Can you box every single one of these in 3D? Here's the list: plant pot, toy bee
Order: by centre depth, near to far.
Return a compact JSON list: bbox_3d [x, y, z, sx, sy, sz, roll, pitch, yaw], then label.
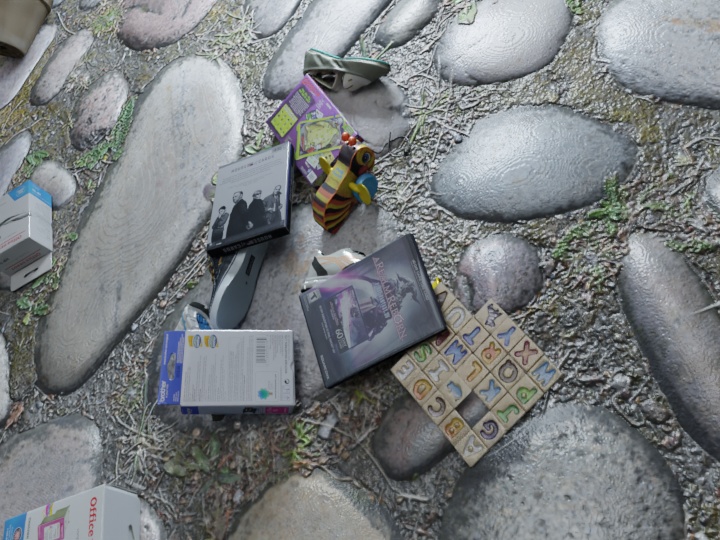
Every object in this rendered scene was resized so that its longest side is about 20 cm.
[{"bbox_3d":[-0.020,-0.167,1.144,0.128,0.109,0.204,12,70,33],"label":"toy bee"},{"bbox_3d":[-0.914,-0.658,1.837,0.195,0.199,0.179,6,83,29],"label":"plant pot"}]

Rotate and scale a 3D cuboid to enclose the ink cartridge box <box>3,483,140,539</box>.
[{"bbox_3d":[-0.432,0.421,1.052,0.196,0.085,0.147,-21,56,14],"label":"ink cartridge box"}]

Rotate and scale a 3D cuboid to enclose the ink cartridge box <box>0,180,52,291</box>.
[{"bbox_3d":[-0.706,-0.073,1.470,0.114,0.067,0.203,-27,55,11],"label":"ink cartridge box"}]

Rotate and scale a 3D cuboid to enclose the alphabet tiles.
[{"bbox_3d":[0.137,0.120,0.928,0.167,0.008,0.201,-46,66,8],"label":"alphabet tiles"}]

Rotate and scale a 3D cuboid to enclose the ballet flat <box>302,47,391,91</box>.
[{"bbox_3d":[-0.027,-0.359,1.289,0.197,0.067,0.065,22,102,35],"label":"ballet flat"}]

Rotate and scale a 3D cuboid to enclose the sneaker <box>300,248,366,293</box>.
[{"bbox_3d":[0.000,0.000,1.065,0.195,0.074,0.082,-1,61,26],"label":"sneaker"}]

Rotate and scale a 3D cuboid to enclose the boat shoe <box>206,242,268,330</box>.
[{"bbox_3d":[-0.224,0.008,1.182,0.089,0.071,0.204,2,58,29],"label":"boat shoe"}]

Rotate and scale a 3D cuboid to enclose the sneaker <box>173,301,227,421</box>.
[{"bbox_3d":[-0.254,0.156,1.124,0.087,0.074,0.203,-43,51,27],"label":"sneaker"}]

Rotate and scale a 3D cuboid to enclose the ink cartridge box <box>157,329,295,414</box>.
[{"bbox_3d":[-0.195,0.149,1.047,0.194,0.042,0.122,2,59,-11],"label":"ink cartridge box"}]

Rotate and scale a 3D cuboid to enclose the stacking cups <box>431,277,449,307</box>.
[{"bbox_3d":[0.037,0.079,1.011,0.196,0.061,0.062,-27,55,13],"label":"stacking cups"}]

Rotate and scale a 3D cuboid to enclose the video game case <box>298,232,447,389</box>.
[{"bbox_3d":[0.012,0.058,0.985,0.197,0.019,0.146,-29,66,23],"label":"video game case"}]

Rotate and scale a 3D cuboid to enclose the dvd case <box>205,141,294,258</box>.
[{"bbox_3d":[-0.183,-0.122,1.198,0.147,0.025,0.204,-16,48,16],"label":"dvd case"}]

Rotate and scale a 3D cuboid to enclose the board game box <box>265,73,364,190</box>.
[{"bbox_3d":[-0.085,-0.248,1.257,0.120,0.032,0.201,-47,52,16],"label":"board game box"}]
